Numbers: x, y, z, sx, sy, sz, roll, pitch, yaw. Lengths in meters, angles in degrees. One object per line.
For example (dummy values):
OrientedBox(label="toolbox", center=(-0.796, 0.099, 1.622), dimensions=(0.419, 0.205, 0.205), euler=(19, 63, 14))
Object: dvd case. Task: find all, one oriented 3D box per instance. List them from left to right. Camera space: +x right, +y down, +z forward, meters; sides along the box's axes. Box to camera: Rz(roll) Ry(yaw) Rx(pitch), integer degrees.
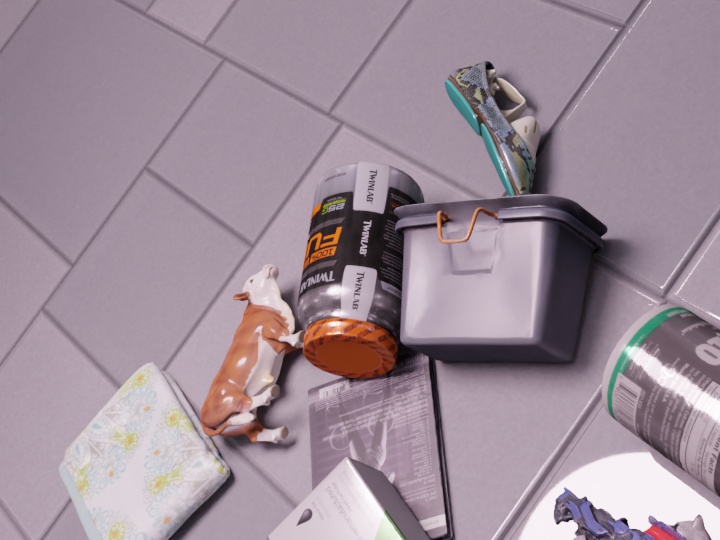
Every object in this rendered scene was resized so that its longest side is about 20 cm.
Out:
OrientedBox(label="dvd case", center=(0.015, 0.188, 1.216), dimensions=(0.147, 0.016, 0.203), euler=(-21, 52, 23))

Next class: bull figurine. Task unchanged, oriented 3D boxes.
OrientedBox(label="bull figurine", center=(-0.106, 0.093, 1.327), dimensions=(0.120, 0.065, 0.203), euler=(6, 68, 42))

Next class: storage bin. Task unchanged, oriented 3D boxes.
OrientedBox(label="storage bin", center=(0.123, 0.012, 1.170), dimensions=(0.197, 0.145, 0.137), euler=(-3, 72, 35))

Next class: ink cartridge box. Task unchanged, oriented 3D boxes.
OrientedBox(label="ink cartridge box", center=(-0.027, 0.298, 1.118), dimensions=(0.200, 0.084, 0.146), euler=(-46, 55, 7))

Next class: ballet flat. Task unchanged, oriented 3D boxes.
OrientedBox(label="ballet flat", center=(0.153, -0.155, 1.291), dimensions=(0.074, 0.074, 0.202), euler=(-35, 52, 13))

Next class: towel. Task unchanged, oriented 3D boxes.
OrientedBox(label="towel", center=(-0.249, 0.221, 1.369), dimensions=(0.171, 0.048, 0.200), euler=(-47, 47, 4))

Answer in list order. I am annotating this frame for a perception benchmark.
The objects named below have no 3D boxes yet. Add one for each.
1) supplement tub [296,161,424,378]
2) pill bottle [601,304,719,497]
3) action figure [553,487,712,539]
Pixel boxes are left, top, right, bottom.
OrientedBox(label="supplement tub", center=(0.000, 0.000, 1.263), dimensions=(0.121, 0.122, 0.203), euler=(-12, 54, 30))
OrientedBox(label="pill bottle", center=(0.300, 0.121, 0.981), dimensions=(0.114, 0.113, 0.199), euler=(-51, 47, -2))
OrientedBox(label="action figure", center=(0.208, 0.268, 0.998), dimensions=(0.193, 0.105, 0.200), euler=(-40, 22, 0))
